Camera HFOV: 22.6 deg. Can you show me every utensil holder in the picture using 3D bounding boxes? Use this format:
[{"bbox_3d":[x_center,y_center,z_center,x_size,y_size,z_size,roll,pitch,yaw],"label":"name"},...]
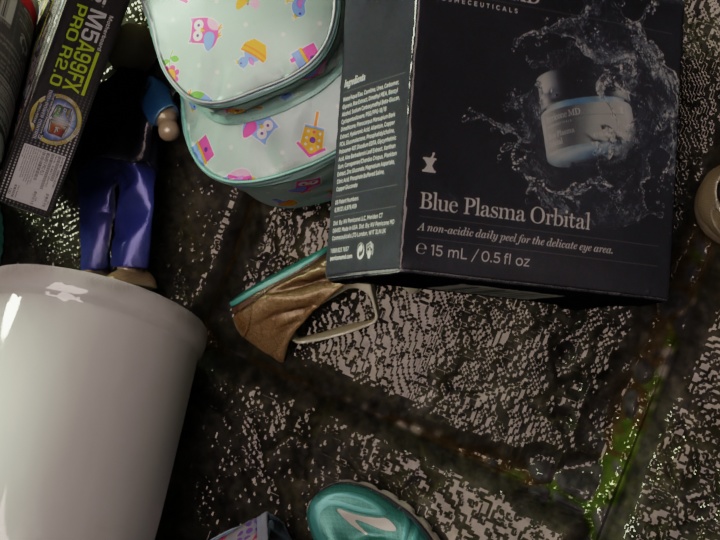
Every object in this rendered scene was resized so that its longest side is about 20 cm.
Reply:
[{"bbox_3d":[-0.210,0.118,1.251,0.169,0.170,0.201,5,69,20],"label":"utensil holder"}]

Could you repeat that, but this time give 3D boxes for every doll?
[{"bbox_3d":[-0.183,-0.087,1.353,0.136,0.048,0.201,-1,82,40],"label":"doll"}]

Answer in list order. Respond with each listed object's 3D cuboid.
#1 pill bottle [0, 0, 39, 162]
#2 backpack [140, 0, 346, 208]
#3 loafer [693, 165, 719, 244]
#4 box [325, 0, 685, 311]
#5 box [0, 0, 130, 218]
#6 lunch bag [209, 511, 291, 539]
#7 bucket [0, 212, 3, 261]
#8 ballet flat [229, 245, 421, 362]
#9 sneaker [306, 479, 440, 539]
[{"bbox_3d":[-0.295,-0.122,1.255,0.110,0.111,0.201,-6,54,19],"label":"pill bottle"},{"bbox_3d":[-0.055,-0.150,1.262,0.175,0.153,0.201,-21,79,12],"label":"backpack"},{"bbox_3d":[0.303,-0.014,1.159,0.199,0.068,0.076,22,92,21],"label":"loafer"},{"bbox_3d":[0.093,-0.084,1.166,0.196,0.117,0.201,6,84,-24],"label":"box"},{"bbox_3d":[-0.217,-0.153,1.309,0.044,0.160,0.201,19,99,-18],"label":"box"},{"bbox_3d":[-0.102,0.288,1.244,0.169,0.127,0.201,-26,63,15],"label":"lunch bag"},{"bbox_3d":[-0.382,-0.029,1.373,0.206,0.135,0.208,-3,82,20],"label":"bucket"},{"bbox_3d":[0.000,0.000,1.276,0.200,0.068,0.072,-35,94,13],"label":"ballet flat"},{"bbox_3d":[0.030,0.226,1.225,0.077,0.080,0.200,-41,72,11],"label":"sneaker"}]
